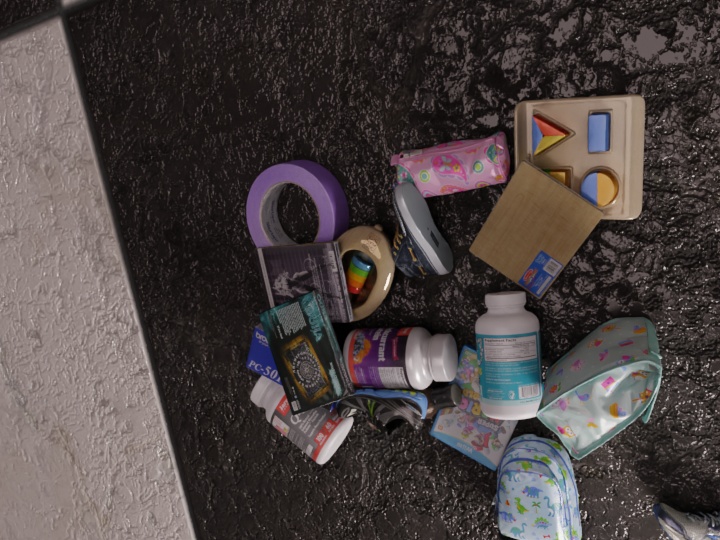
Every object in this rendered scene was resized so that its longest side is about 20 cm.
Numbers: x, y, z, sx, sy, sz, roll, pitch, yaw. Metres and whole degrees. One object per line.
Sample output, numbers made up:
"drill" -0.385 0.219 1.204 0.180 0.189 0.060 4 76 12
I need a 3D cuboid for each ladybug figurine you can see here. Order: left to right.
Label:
"ladybug figurine" 0.000 0.000 1.283 0.134 0.072 0.202 34 117 8

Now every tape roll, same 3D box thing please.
"tape roll" -0.122 -0.106 1.322 0.196 0.065 0.205 7 107 24

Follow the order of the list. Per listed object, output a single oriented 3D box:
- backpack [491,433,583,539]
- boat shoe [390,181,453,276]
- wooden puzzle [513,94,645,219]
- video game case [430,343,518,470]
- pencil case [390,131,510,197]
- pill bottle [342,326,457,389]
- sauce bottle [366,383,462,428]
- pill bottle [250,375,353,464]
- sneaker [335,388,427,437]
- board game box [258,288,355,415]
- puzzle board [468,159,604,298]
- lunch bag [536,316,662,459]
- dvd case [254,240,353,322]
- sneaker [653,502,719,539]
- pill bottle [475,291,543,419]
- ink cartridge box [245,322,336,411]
"backpack" 0.308 0.394 1.212 0.160 0.153 0.206 5 94 32
"boat shoe" 0.082 -0.060 1.189 0.089 0.072 0.202 -10 132 30
"wooden puzzle" 0.338 -0.174 1.081 0.195 0.046 0.190 3 105 26
"video game case" 0.222 0.253 1.274 0.141 0.018 0.204 25 114 18
"pencil case" 0.151 -0.175 1.153 0.196 0.087 0.090 -5 102 27
"pill bottle" 0.074 0.161 1.270 0.196 0.111 0.114 -4 102 27
"sauce bottle" 0.100 0.253 1.304 0.197 0.064 0.066 -21 95 33
"pill bottle" -0.121 0.286 1.400 0.198 0.115 0.117 35 117 13
"sneaker" 0.032 0.263 1.269 0.196 0.070 0.085 -6 73 34
"board game box" -0.101 0.153 1.279 0.133 0.028 0.204 -21 87 24
"puzzle board" 0.282 -0.064 1.129 0.149 0.017 0.202 34 133 9
"lunch bag" 0.388 0.171 1.081 0.122 0.170 0.200 46 117 1
"dvd case" -0.109 0.025 1.298 0.196 0.016 0.152 -3 105 34
"sneaker" 0.577 0.422 1.119 0.197 0.077 0.087 27 105 10
"pill bottle" 0.251 0.140 1.166 0.108 0.110 0.206 -3 91 27
"ink cartridge box" -0.124 0.184 1.343 0.196 0.044 0.096 24 114 16
